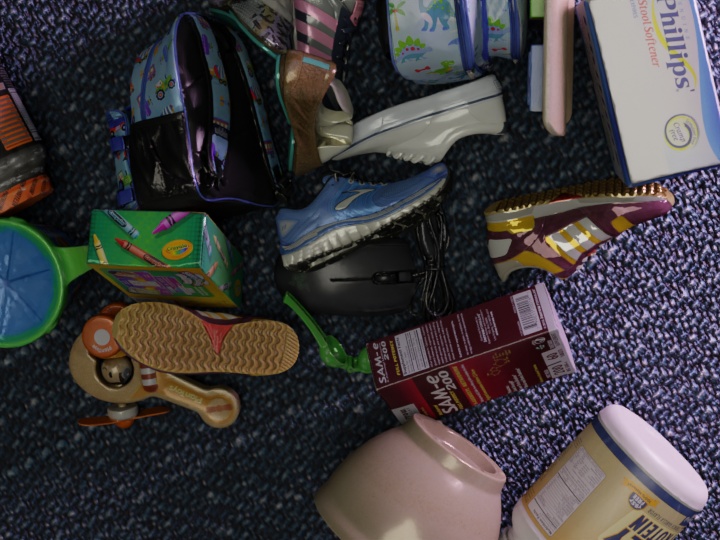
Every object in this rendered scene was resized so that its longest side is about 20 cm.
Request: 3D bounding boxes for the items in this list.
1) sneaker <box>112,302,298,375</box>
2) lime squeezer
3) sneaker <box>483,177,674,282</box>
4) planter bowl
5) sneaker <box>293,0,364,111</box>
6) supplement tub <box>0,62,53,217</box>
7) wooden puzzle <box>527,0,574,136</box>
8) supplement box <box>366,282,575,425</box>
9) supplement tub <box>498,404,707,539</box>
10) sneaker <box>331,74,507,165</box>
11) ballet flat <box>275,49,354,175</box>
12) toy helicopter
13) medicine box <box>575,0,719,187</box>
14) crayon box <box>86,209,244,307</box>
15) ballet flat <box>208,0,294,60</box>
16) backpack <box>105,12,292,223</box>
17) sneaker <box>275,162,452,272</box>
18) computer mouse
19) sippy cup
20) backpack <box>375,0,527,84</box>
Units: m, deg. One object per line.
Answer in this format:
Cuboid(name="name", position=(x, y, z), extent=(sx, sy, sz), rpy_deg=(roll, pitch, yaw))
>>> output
Cuboid(name="sneaker", position=(-0.166, 0.078, 1.491), extent=(0.197, 0.090, 0.076), rpy_deg=(10, 85, -5))
Cuboid(name="lime squeezer", position=(0.000, 0.079, 1.510), extent=(0.198, 0.038, 0.071), rpy_deg=(18, 107, -12))
Cuboid(name="sneaker", position=(0.232, -0.040, 1.458), extent=(0.198, 0.075, 0.091), rpy_deg=(-7, 105, 15))
Cuboid(name="planter bowl", position=(0.069, 0.237, 1.451), extent=(0.199, 0.200, 0.135), rpy_deg=(34, 97, 2))
Cuboid(name="sneaker", position=(-0.031, -0.247, 1.457), extent=(0.081, 0.070, 0.202), rpy_deg=(-11, 98, 12))
Cuboid(name="supplement tub", position=(-0.419, -0.154, 1.495), extent=(0.122, 0.123, 0.202), rpy_deg=(-26, 94, 10))
Cuboid(name="wooden puzzle", position=(0.184, -0.230, 1.366), extent=(0.046, 0.200, 0.188), rpy_deg=(1, 98, 11))
Cuboid(name="supplement box", position=(0.117, 0.092, 1.462), extent=(0.198, 0.109, 0.061), rpy_deg=(-19, 57, 10))
Cuboid(name="supplement tub", position=(0.249, 0.257, 1.455), extent=(0.144, 0.144, 0.200), rpy_deg=(41, 101, 0))
Cuboid(name="sneaker", position=(0.059, -0.142, 1.459), extent=(0.198, 0.073, 0.072), rpy_deg=(-18, 94, 10))
Cuboid(name="ballet flat", position=(-0.042, -0.153, 1.392), extent=(0.071, 0.201, 0.069), rpy_deg=(3, 62, 3))
Cuboid(name="toy helicopter", position=(-0.229, 0.130, 1.536), extent=(0.198, 0.079, 0.133), rpy_deg=(23, 101, 0))
Cuboid(name="medicine box", position=(0.282, -0.188, 1.358), extent=(0.102, 0.200, 0.184), rpy_deg=(-14, 96, 9))
Cuboid(name="crayon box", position=(-0.198, -0.009, 1.445), extent=(0.117, 0.200, 0.059), rpy_deg=(2, 77, 7))
Cuboid(name="ballet flat", position=(-0.104, -0.268, 1.409), extent=(0.071, 0.200, 0.073), rpy_deg=(-8, 113, -19))
Cuboid(name="backpack", position=(-0.175, -0.156, 1.439), extent=(0.133, 0.182, 0.203), rpy_deg=(-13, 84, 26))
Cuboid(name="sneaker", position=(0.000, -0.073, 1.445), extent=(0.198, 0.079, 0.090), rpy_deg=(-22, 79, 2))
Cuboid(name="computer mouse", position=(0.000, 0.000, 1.498), extent=(0.197, 0.053, 0.140), rpy_deg=(-5, 98, 8))
Cuboid(name="sippy cup", position=(-0.364, 0.005, 1.506), extent=(0.176, 0.130, 0.141), rpy_deg=(19, 99, 4))
Cuboid(name="backpack", position=(0.091, -0.279, 1.366), extent=(0.145, 0.200, 0.185), rpy_deg=(-4, 97, 13))
